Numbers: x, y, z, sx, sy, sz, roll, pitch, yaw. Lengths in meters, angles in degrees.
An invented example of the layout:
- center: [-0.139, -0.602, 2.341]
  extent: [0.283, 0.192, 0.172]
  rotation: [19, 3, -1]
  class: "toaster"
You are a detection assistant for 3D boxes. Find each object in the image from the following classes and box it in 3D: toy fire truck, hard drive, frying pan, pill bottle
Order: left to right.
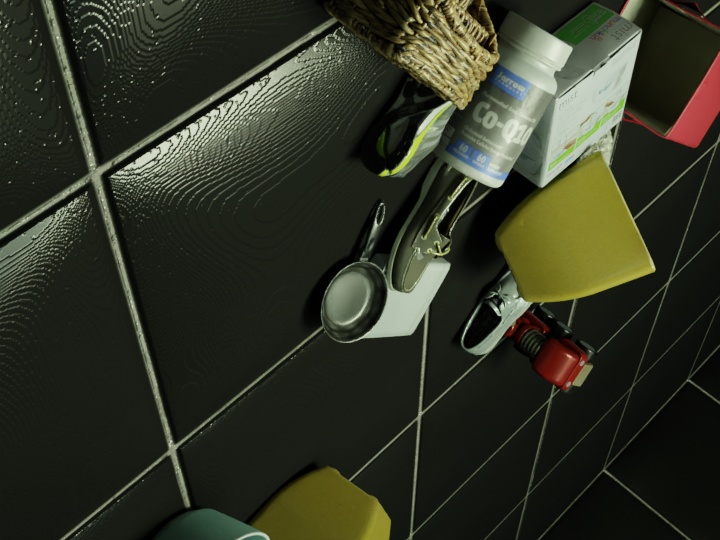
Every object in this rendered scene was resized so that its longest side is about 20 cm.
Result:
- center: [-0.013, 0.007, 1.431]
  extent: [0.114, 0.031, 0.193]
  rotation: [-22, 120, -31]
  class: "frying pan"
- center: [0.050, 0.039, 1.578]
  extent: [0.199, 0.027, 0.133]
  rotation: [2, 121, -58]
  class: "hard drive"
- center: [0.182, -0.221, 1.377]
  extent: [0.113, 0.113, 0.202]
  rotation: [1, 122, -58]
  class: "pill bottle"
- center: [0.325, 0.121, 1.972]
  extent: [0.198, 0.176, 0.130]
  rotation: [15, 112, -46]
  class: "toy fire truck"

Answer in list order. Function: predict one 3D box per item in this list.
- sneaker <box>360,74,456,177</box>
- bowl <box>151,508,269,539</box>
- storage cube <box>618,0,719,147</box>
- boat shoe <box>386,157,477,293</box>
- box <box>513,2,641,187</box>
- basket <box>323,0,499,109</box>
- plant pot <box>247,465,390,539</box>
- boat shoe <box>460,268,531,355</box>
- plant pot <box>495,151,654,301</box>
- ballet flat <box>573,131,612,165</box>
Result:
- center: [0.081, -0.196, 1.309]
  extent: [0.200, 0.074, 0.081]
  rotation: [-48, 160, 8]
  class: "sneaker"
- center: [-0.231, 0.413, 1.494]
  extent: [0.200, 0.105, 0.202]
  rotation: [-37, 150, -26]
  class: "bowl"
- center: [0.485, -0.317, 1.681]
  extent: [0.179, 0.170, 0.202]
  rotation: [0, 123, -58]
  class: "storage cube"
- center: [0.099, -0.057, 1.475]
  extent: [0.072, 0.060, 0.204]
  rotation: [14, 102, -62]
  class: "boat shoe"
- center: [0.301, -0.253, 1.548]
  extent: [0.199, 0.096, 0.178]
  rotation: [-39, 150, -24]
  class: "box"
- center: [0.084, -0.275, 1.122]
  extent: [0.150, 0.142, 0.199]
  rotation: [-55, 154, 8]
  class: "basket"
- center: [-0.056, 0.437, 1.719]
  extent: [0.201, 0.194, 0.195]
  rotation: [-52, 154, -15]
  class: "plant pot"
- center: [0.243, 0.064, 1.868]
  extent: [0.202, 0.070, 0.071]
  rotation: [-57, 156, 14]
  class: "boat shoe"
- center: [0.320, -0.045, 1.680]
  extent: [0.198, 0.197, 0.195]
  rotation: [-25, 175, 8]
  class: "plant pot"
- center: [0.384, -0.150, 1.841]
  extent: [0.201, 0.071, 0.072]
  rotation: [-52, 153, -3]
  class: "ballet flat"
